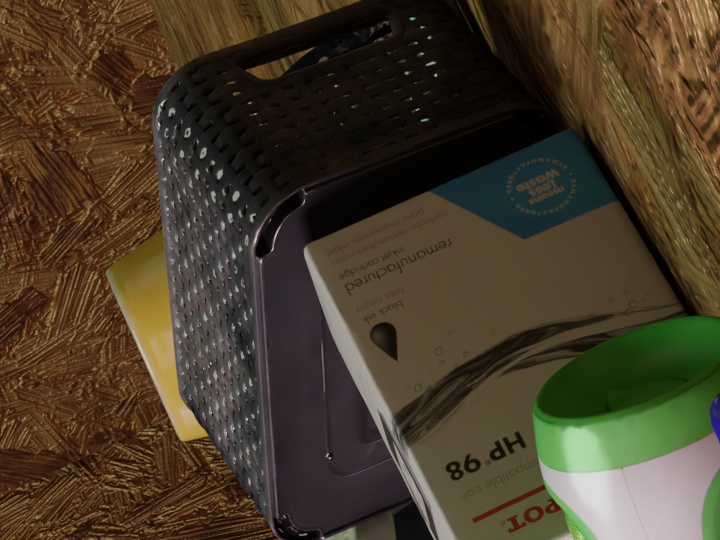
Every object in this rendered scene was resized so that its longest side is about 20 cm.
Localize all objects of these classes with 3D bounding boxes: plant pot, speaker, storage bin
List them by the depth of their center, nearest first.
[{"bbox_3d":[0.126,0.119,0.914,0.088,0.088,0.200,-130,17,-74],"label":"speaker"},{"bbox_3d":[0.000,0.000,1.138,0.094,0.135,0.200,52,154,40],"label":"storage bin"},{"bbox_3d":[-0.062,0.018,1.871,0.201,0.189,0.201,156,90,-86],"label":"plant pot"}]

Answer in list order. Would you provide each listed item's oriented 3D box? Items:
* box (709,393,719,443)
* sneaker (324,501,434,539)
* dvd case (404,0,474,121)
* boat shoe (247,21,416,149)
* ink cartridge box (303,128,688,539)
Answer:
[{"bbox_3d":[0.152,0.096,0.388,0.200,0.105,0.184,-135,22,-79],"label":"box"},{"bbox_3d":[0.029,0.103,1.237,0.200,0.084,0.075,-93,16,-46],"label":"sneaker"},{"bbox_3d":[0.069,-0.021,1.222,0.200,0.022,0.146,63,175,11],"label":"dvd case"},{"bbox_3d":[0.017,-0.022,1.356,0.075,0.093,0.200,130,116,-85],"label":"boat shoe"},{"bbox_3d":[0.073,0.058,1.005,0.067,0.116,0.200,75,169,-56],"label":"ink cartridge box"}]
